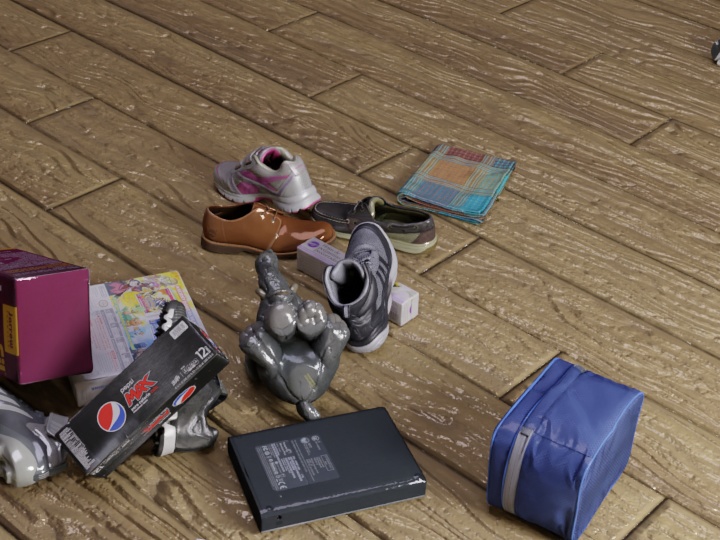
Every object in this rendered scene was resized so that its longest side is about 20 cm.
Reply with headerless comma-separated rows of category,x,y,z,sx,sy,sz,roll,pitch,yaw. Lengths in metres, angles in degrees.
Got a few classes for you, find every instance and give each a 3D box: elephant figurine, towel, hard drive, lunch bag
elephant figurine,-0.091,0.081,1.637,0.141,0.155,0.200,33,0,-17
towel,0.156,-0.144,2.075,0.146,0.022,0.200,16,36,16
hard drive,-0.040,0.227,1.500,0.199,0.033,0.140,-9,36,-18
lunch bag,0.229,0.194,1.482,0.132,0.136,0.200,22,38,24

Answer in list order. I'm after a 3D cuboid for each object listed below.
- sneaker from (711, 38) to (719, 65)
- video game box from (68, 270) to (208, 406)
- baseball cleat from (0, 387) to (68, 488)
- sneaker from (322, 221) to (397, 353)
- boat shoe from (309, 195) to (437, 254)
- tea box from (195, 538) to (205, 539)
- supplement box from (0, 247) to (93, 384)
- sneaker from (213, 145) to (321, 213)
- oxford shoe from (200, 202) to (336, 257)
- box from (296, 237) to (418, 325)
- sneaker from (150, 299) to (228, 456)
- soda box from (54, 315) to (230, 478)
sneaker,0.789,-0.429,2.512,0.199,0.075,0.087,15,30,15
video game box,-0.298,0.083,1.675,0.182,0.047,0.200,-12,38,-18
baseball cleat,-0.406,0.177,1.520,0.106,0.070,0.200,-12,46,-33
sneaker,0.000,0.000,1.713,0.075,0.114,0.201,-6,56,14
boat shoe,0.020,-0.081,1.927,0.200,0.066,0.072,15,38,17
tea box,-0.113,0.381,1.118,0.133,0.201,0.197,9,34,7
supplement box,-0.420,0.052,1.574,0.103,0.131,0.200,-8,13,-42
sneaker,-0.148,-0.153,1.985,0.199,0.089,0.081,12,33,35
oxford shoe,-0.133,-0.064,1.887,0.199,0.071,0.071,1,33,-7
box,-0.005,0.014,1.809,0.200,0.042,0.039,28,42,32
sneaker,-0.206,0.131,1.562,0.090,0.067,0.201,5,60,-17
soda box,-0.246,0.145,1.468,0.200,0.071,0.063,-42,76,-3
